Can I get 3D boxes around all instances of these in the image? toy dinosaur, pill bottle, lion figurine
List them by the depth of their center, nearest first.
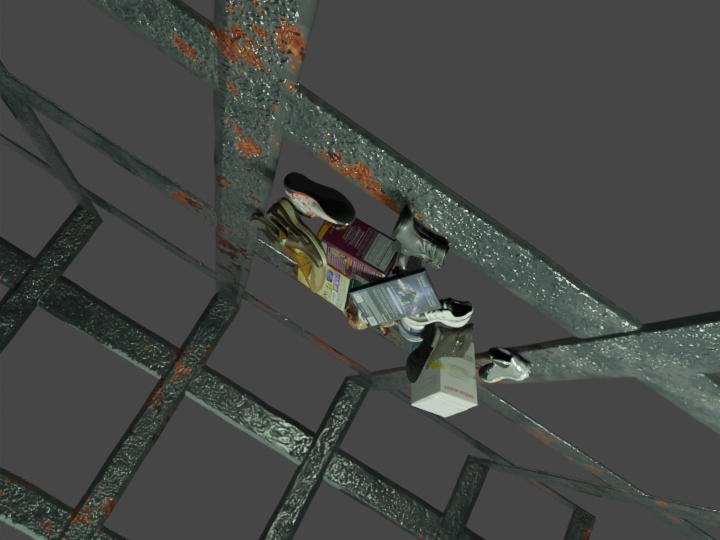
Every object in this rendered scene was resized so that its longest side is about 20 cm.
[{"bbox_3d":[0.165,0.142,1.579,0.110,0.112,0.201,27,161,11],"label":"pill bottle"},{"bbox_3d":[0.079,0.129,1.725,0.200,0.085,0.137,41,156,62],"label":"toy dinosaur"},{"bbox_3d":[-0.044,0.124,1.826,0.200,0.072,0.123,45,176,14],"label":"lion figurine"}]

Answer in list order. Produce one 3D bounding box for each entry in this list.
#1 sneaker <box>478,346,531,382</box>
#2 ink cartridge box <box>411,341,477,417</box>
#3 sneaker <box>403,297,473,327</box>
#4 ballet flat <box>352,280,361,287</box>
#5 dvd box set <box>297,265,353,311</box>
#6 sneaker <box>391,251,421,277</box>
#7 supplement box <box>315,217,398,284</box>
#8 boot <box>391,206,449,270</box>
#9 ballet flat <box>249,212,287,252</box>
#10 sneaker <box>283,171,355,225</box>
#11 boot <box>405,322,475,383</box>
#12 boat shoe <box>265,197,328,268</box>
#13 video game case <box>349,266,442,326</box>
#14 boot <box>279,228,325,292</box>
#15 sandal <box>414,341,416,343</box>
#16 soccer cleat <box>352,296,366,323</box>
[{"bbox_3d":[0.405,0.272,1.614,0.115,0.076,0.199,42,149,-17],"label":"sneaker"},{"bbox_3d":[0.250,0.314,1.636,0.145,0.203,0.144,23,142,-25],"label":"ink cartridge box"},{"bbox_3d":[0.201,0.096,1.417,0.196,0.077,0.088,3,152,-14],"label":"sneaker"},{"bbox_3d":[-0.044,0.046,1.744,0.197,0.069,0.075,13,171,38],"label":"ballet flat"},{"bbox_3d":[-0.113,0.023,1.709,0.198,0.029,0.148,32,136,21],"label":"dvd box set"},{"bbox_3d":[0.112,0.011,1.381,0.081,0.076,0.201,17,158,21],"label":"sneaker"},{"bbox_3d":[-0.009,-0.052,1.372,0.198,0.104,0.131,30,159,5],"label":"supplement box"},{"bbox_3d":[0.138,-0.068,1.189,0.130,0.071,0.200,25,171,9],"label":"boot"},{"bbox_3d":[-0.282,-0.122,1.720,0.066,0.047,0.200,-19,142,24],"label":"ballet flat"},{"bbox_3d":[-0.094,-0.156,1.308,0.199,0.068,0.108,31,163,12],"label":"sneaker"},{"bbox_3d":[0.230,0.233,1.512,0.172,0.203,0.069,10,-156,-37],"label":"boot"},{"bbox_3d":[-0.160,-0.080,1.324,0.203,0.074,0.075,52,164,14],"label":"boat shoe"},{"bbox_3d":[0.089,0.070,1.342,0.197,0.019,0.144,-17,133,16],"label":"video game case"},{"bbox_3d":[-0.182,-0.039,1.663,0.143,0.070,0.204,21,131,40],"label":"boot"},{"bbox_3d":[0.202,0.218,1.772,0.057,0.080,0.202,35,166,30],"label":"sandal"},{"bbox_3d":[0.010,0.120,1.726,0.068,0.088,0.200,3,-178,-8],"label":"soccer cleat"}]
